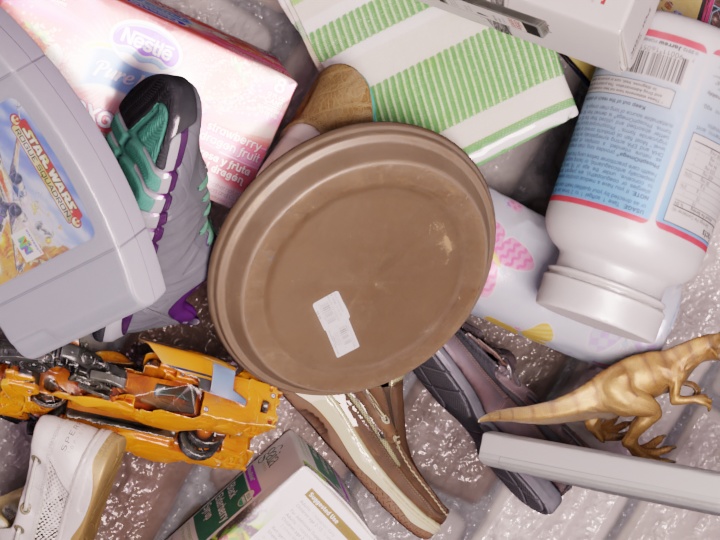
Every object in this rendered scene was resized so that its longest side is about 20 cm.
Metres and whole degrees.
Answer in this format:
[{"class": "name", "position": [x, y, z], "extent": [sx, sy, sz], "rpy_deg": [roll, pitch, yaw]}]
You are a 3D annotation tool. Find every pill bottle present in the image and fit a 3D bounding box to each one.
[{"class": "pill bottle", "position": [0.185, -0.060, 1.365], "extent": [0.108, 0.109, 0.201], "rpy_deg": [21, 87, -16]}]

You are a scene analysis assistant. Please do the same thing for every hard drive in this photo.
[{"class": "hard drive", "position": [0.195, 0.140, 1.389], "extent": [0.131, 0.199, 0.026], "rpy_deg": [17, 83, -45]}]

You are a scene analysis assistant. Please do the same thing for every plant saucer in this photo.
[{"class": "plant saucer", "position": [0.000, 0.000, 1.334], "extent": [0.199, 0.030, 0.201], "rpy_deg": [-13, 126, -18]}]

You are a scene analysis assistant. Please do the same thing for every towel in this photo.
[{"class": "towel", "position": [0.037, -0.158, 1.368], "extent": [0.152, 0.023, 0.201], "rpy_deg": [-26, 82, -1]}]

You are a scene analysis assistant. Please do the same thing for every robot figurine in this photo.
[{"class": "robot figurine", "position": [-0.159, 0.081, 1.396], "extent": [0.199, 0.145, 0.059], "rpy_deg": [15, 63, -11]}]

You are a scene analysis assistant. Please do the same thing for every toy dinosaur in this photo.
[{"class": "toy dinosaur", "position": [0.170, 0.086, 1.421], "extent": [0.199, 0.061, 0.107], "rpy_deg": [-20, 132, -6]}]

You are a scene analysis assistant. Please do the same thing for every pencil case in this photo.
[{"class": "pencil case", "position": [0.123, 0.001, 1.442], "extent": [0.199, 0.083, 0.091], "rpy_deg": [21, 83, -16]}]

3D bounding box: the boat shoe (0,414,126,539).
[{"class": "boat shoe", "position": [-0.216, 0.172, 1.417], "extent": [0.069, 0.071, 0.201], "rpy_deg": [26, 124, 3]}]

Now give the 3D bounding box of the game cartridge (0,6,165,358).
[{"class": "game cartridge", "position": [-0.204, -0.052, 1.259], "extent": [0.133, 0.042, 0.201], "rpy_deg": [-23, 101, 43]}]

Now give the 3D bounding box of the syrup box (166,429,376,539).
[{"class": "syrup box", "position": [-0.091, 0.212, 1.460], "extent": [0.200, 0.079, 0.081], "rpy_deg": [-43, 108, 3]}]

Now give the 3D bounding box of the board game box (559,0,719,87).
[{"class": "board game box", "position": [0.219, -0.159, 1.441], "extent": [0.135, 0.035, 0.200], "rpy_deg": [-43, 108, 3]}]

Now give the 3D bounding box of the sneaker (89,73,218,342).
[{"class": "sneaker", "position": [-0.115, -0.041, 1.300], "extent": [0.087, 0.075, 0.201], "rpy_deg": [-3, 137, -29]}]

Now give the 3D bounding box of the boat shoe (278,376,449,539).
[{"class": "boat shoe", "position": [0.006, 0.097, 1.451], "extent": [0.075, 0.075, 0.203], "rpy_deg": [-42, 108, -4]}]

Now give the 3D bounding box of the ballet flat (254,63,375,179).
[{"class": "ballet flat", "position": [-0.042, -0.034, 1.345], "extent": [0.072, 0.068, 0.201], "rpy_deg": [-14, 128, -46]}]

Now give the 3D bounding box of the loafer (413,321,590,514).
[{"class": "loafer", "position": [0.093, 0.084, 1.474], "extent": [0.063, 0.072, 0.200], "rpy_deg": [-45, 116, -16]}]

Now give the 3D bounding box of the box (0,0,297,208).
[{"class": "box", "position": [-0.153, -0.127, 1.342], "extent": [0.199, 0.103, 0.095], "rpy_deg": [23, 100, -15]}]

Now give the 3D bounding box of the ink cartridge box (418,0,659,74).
[{"class": "ink cartridge box", "position": [0.100, -0.230, 1.312], "extent": [0.199, 0.083, 0.148], "rpy_deg": [21, 82, 13]}]
